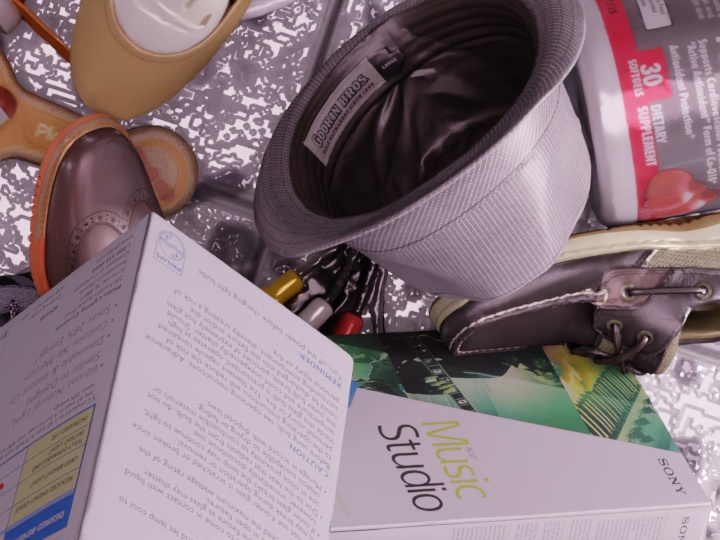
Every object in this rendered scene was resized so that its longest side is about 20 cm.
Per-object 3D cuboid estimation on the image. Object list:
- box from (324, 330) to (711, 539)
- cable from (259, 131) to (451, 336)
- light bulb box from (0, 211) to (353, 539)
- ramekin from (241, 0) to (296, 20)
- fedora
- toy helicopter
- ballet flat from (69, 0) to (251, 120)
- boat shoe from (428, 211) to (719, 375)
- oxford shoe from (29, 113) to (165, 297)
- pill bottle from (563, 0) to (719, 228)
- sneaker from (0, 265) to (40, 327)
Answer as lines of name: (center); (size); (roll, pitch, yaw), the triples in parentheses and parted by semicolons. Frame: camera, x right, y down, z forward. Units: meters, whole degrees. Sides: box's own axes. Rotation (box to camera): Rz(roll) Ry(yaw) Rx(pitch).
box: (0.043, 0.081, 1.317); (0.199, 0.145, 0.036); (-1, 125, -20)
cable: (0.000, 0.000, 1.381); (0.097, 0.050, 0.200); (36, 92, -7)
light bulb box: (-0.118, 0.121, 1.196); (0.125, 0.201, 0.198); (35, 130, -25)
ramekin: (-0.074, -0.214, 1.344); (0.199, 0.098, 0.202); (0, 93, 0)
fedora: (0.043, -0.047, 1.297); (0.177, 0.200, 0.090); (-38, 116, 2)
toy helicopter: (-0.169, -0.082, 1.374); (0.199, 0.079, 0.133); (20, 84, -13)
ballet flat: (-0.064, -0.153, 1.267); (0.069, 0.063, 0.200); (36, 93, -2)
boat shoe: (0.133, 0.016, 1.345); (0.199, 0.073, 0.065); (-12, 72, -10)
oxford shoe: (-0.097, 0.024, 1.309); (0.071, 0.073, 0.201); (-30, 124, -31)
pill bottle: (0.199, -0.091, 1.348); (0.199, 0.111, 0.111); (-11, 94, 0)
sneaker: (-0.175, 0.034, 1.346); (0.199, 0.114, 0.076); (2, 95, -5)
